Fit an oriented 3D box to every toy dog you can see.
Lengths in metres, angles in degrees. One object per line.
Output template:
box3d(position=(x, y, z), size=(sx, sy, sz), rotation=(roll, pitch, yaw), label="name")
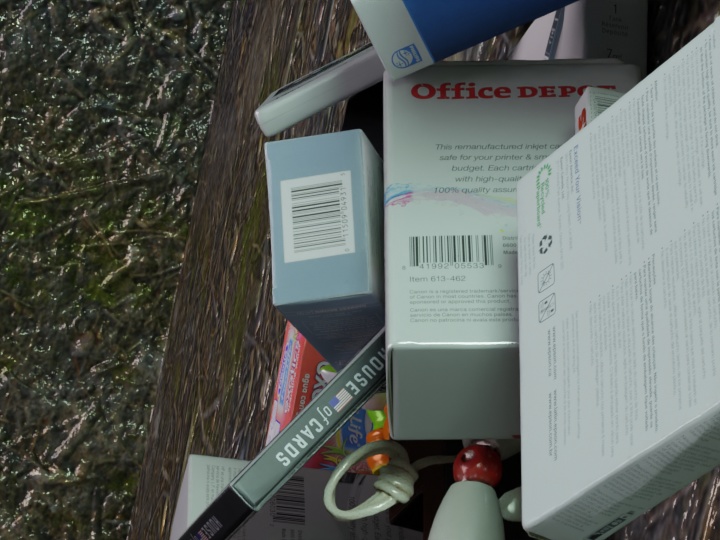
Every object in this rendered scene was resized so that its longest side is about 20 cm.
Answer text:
box3d(position=(0.084, 0.099, 1.284), size=(0.132, 0.096, 0.200), rotation=(17, 64, 42), label="toy dog")

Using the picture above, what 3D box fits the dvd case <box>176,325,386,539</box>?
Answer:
box3d(position=(-0.041, 0.104, 1.318), size=(0.150, 0.025, 0.200), rotation=(-45, -3, -26), label="dvd case")

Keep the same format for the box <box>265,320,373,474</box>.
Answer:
box3d(position=(-0.014, 0.101, 1.782), size=(0.103, 0.095, 0.200), rotation=(-168, 88, -79), label="box")

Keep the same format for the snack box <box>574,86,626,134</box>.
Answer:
box3d(position=(0.145, -0.002, 1.137), size=(0.024, 0.072, 0.200), rotation=(117, 159, -52), label="snack box")

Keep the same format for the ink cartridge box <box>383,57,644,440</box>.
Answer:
box3d(position=(0.085, -0.013, 1.233), size=(0.083, 0.145, 0.200), rotation=(88, -178, -50), label="ink cartridge box")

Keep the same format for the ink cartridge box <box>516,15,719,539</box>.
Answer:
box3d(position=(0.141, -0.004, 1.014), size=(0.200, 0.041, 0.200), rotation=(-42, 37, 46), label="ink cartridge box")

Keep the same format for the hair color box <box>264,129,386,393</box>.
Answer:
box3d(position=(0.000, 0.000, 1.360), size=(0.200, 0.061, 0.099), rotation=(51, -146, -67), label="hair color box")

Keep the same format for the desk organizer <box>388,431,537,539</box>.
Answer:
box3d(position=(0.063, 0.167, 1.369), size=(0.077, 0.072, 0.200), rotation=(-49, 31, 46), label="desk organizer")

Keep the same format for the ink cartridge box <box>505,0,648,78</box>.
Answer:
box3d(position=(0.128, -0.148, 1.421), size=(0.200, 0.045, 0.176), rotation=(127, 150, -67), label="ink cartridge box")

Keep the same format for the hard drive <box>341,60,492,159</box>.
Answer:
box3d(position=(0.029, -0.074, 1.543), size=(0.200, 0.042, 0.135), rotation=(173, 112, -68), label="hard drive")

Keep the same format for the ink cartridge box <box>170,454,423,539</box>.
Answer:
box3d(position=(-0.017, 0.203, 1.447), size=(0.147, 0.200, 0.086), rotation=(-93, 15, -49), label="ink cartridge box")

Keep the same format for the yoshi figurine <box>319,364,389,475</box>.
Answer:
box3d(position=(0.038, 0.041, 1.652), size=(0.112, 0.112, 0.200), rotation=(34, -140, -58), label="yoshi figurine")

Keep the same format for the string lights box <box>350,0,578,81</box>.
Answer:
box3d(position=(0.093, -0.187, 1.258), size=(0.103, 0.200, 0.059), rotation=(-98, -18, -56), label="string lights box")

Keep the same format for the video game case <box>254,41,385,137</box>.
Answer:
box3d(position=(0.027, -0.147, 1.529), size=(0.023, 0.200, 0.182), rotation=(63, -175, -7), label="video game case")
